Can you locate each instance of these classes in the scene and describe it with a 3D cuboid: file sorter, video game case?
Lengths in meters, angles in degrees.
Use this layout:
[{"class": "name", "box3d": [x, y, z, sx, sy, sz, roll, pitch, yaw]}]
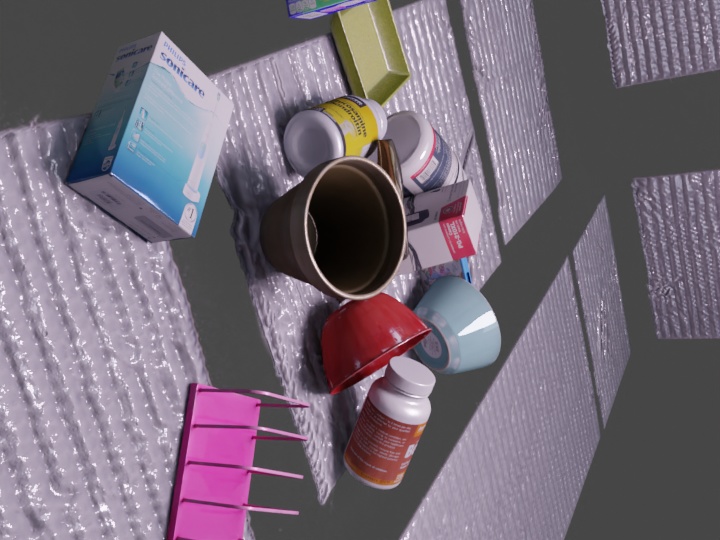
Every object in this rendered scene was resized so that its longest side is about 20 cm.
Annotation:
[{"class": "file sorter", "box3d": [-0.151, 0.264, 1.039, 0.138, 0.123, 0.205, 28, 63, -53]}, {"class": "video game case", "box3d": [0.178, 0.041, 1.598, 0.018, 0.142, 0.204, -26, 111, -31]}]

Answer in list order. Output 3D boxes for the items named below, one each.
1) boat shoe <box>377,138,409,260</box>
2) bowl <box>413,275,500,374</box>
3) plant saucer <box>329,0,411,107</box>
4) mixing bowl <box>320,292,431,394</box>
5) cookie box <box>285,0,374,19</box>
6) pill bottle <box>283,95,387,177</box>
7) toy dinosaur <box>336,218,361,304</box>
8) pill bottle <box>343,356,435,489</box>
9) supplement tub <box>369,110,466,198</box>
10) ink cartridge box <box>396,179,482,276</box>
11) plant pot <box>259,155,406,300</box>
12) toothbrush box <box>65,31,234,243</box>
[{"class": "boat shoe", "box3d": [0.038, -0.115, 1.309, 0.076, 0.072, 0.205, -64, 148, -80]}, {"class": "bowl", "box3d": [0.171, 0.123, 1.553, 0.104, 0.199, 0.205, -27, 111, -33]}, {"class": "plant saucer", "box3d": [0.012, -0.416, 1.460, 0.201, 0.047, 0.203, -53, 131, -48]}, {"class": "mixing bowl", "box3d": [0.008, 0.106, 1.293, 0.110, 0.199, 0.199, 58, 30, 12]}, {"class": "cookie box", "box3d": [-0.050, -0.527, 1.255, 0.075, 0.168, 0.205, -25, 107, -59]}, {"class": "pill bottle", "box3d": [-0.034, -0.227, 1.301, 0.200, 0.110, 0.115, -38, 118, -54]}, {"class": "toy dinosaur", "box3d": [0.000, 0.000, 1.309, 0.200, 0.133, 0.088, 42, 53, -49]}, {"class": "pill bottle", "box3d": [0.052, 0.253, 1.313, 0.111, 0.111, 0.204, -13, 128, -58]}, {"class": "supplement tub", "box3d": [0.112, -0.201, 1.513, 0.199, 0.138, 0.144, 36, 57, -52]}, {"class": "ink cartridge box", "box3d": [0.113, -0.074, 1.422, 0.086, 0.196, 0.146, 64, 24, -25]}, {"class": "plant pot", "box3d": [-0.057, -0.056, 1.163, 0.197, 0.171, 0.206, 4, 84, -42]}, {"class": "toothbrush box", "box3d": [-0.250, -0.159, 0.960, 0.146, 0.084, 0.204, 40, 54, -48]}]
